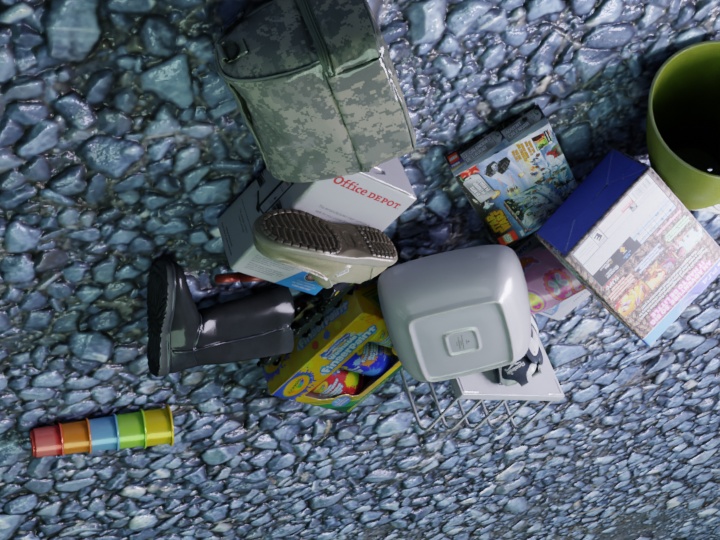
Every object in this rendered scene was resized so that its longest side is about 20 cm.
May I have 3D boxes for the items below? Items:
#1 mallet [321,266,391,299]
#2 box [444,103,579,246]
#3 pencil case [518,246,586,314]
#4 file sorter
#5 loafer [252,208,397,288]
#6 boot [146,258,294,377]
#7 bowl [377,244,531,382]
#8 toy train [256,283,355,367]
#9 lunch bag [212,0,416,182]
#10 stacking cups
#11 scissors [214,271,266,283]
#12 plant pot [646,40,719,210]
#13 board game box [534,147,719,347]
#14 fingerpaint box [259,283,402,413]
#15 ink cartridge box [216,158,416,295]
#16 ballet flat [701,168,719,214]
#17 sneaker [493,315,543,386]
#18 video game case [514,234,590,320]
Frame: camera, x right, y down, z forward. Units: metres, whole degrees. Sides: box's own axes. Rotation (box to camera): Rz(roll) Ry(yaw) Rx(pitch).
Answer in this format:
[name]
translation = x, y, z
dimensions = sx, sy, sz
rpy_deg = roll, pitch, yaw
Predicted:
[mallet]
translation = 0.000, 0.000, 1.577
dimensions = 0.066, 0.041, 0.200
rpy_deg = -41, 177, 15
[box]
translation = 0.205, -0.117, 1.613
dimensions = 0.136, 0.040, 0.200
rpy_deg = -29, 145, 8
[pencil case]
translation = 0.280, 0.001, 1.728
dimensions = 0.198, 0.088, 0.088
rpy_deg = -24, 146, -5
[file sorter]
translation = 0.181, 0.165, 1.892
dimensions = 0.198, 0.140, 0.125
rpy_deg = 5, 140, -33
[loafer]
translation = -0.045, -0.017, 1.430
dimensions = 0.198, 0.076, 0.069
rpy_deg = 11, 128, -37
[boot]
translation = -0.175, 0.049, 1.600
dimensions = 0.198, 0.066, 0.166
rpy_deg = -8, 124, -29
[bowl]
translation = 0.131, 0.069, 1.641
dimensions = 0.197, 0.075, 0.201
rpy_deg = -13, 132, 6
[toy train]
translation = -0.082, 0.065, 1.696
dimensions = 0.200, 0.046, 0.034
rpy_deg = -44, 148, 26
[lunch bag]
translation = -0.050, -0.191, 1.289
dimensions = 0.166, 0.140, 0.201
rpy_deg = -23, 145, 0
[stacking cups]
translation = -0.368, 0.236, 1.759
dimensions = 0.198, 0.061, 0.061
rpy_deg = -8, 143, -17
[scissors]
translation = -0.108, 0.000, 1.598
dimensions = 0.072, 0.014, 0.199
rpy_deg = -4, -176, 32
[plant pot]
translation = 0.445, -0.162, 1.588
dimensions = 0.185, 0.189, 0.200
rpy_deg = -18, 160, -5
[board game box]
translation = 0.360, -0.030, 1.634
dimensions = 0.160, 0.097, 0.200
rpy_deg = -46, 117, 3
[fingerpaint box]
translation = -0.017, 0.111, 1.766
dimensions = 0.200, 0.074, 0.166
rpy_deg = -42, 141, 25
[ink cartridge box]
translation = -0.054, -0.074, 1.490
dimensions = 0.145, 0.085, 0.200
rpy_deg = 20, 127, -43
[ballet flat]
translation = 0.496, -0.110, 1.771
dimensions = 0.198, 0.070, 0.070
rpy_deg = 3, 139, -25
[sneaker]
translation = 0.206, 0.102, 1.790
dimensions = 0.079, 0.131, 0.199
rpy_deg = -29, 146, 19
[video game case]
translation = 0.298, -0.005, 1.828
dimensions = 0.199, 0.022, 0.182
rpy_deg = 19, 128, -43
